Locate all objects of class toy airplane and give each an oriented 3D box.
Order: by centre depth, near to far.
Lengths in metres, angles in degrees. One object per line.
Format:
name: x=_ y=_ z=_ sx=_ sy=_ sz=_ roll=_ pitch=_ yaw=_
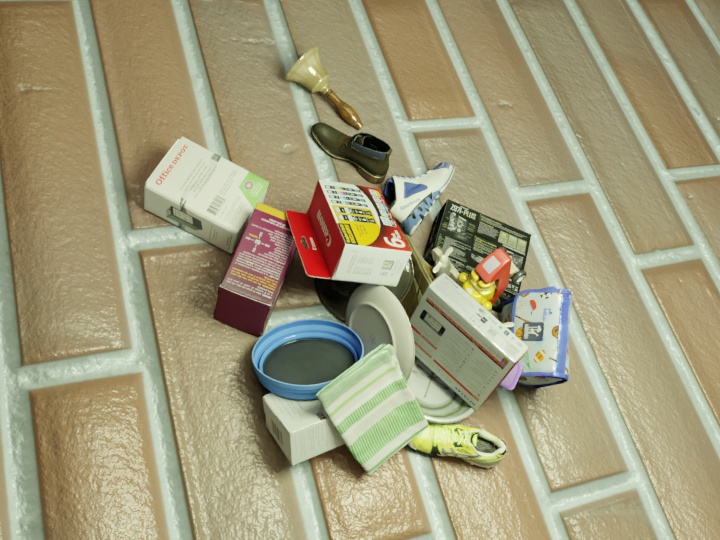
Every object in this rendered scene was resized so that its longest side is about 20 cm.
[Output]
toy airplane: x=0.209 y=0.055 z=1.456 sx=0.140 sy=0.199 sz=0.201 roll=-16 pitch=103 yaw=-36

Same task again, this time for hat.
hat: x=0.000 y=0.000 z=1.480 sx=0.199 sy=0.081 sz=0.202 roll=-2 pitch=79 yaw=10

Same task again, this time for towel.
towel: x=0.028 y=0.237 z=1.308 sx=0.152 sy=0.201 sz=0.023 roll=-36 pitch=31 yaw=-15

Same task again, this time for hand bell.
hand bell: x=-0.066 y=-0.398 z=1.746 sx=0.200 sy=0.104 sz=0.104 roll=46 pitch=58 yaw=-4

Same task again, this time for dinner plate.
dinner plate: x=0.026 y=0.123 z=1.394 sx=0.024 sy=0.200 sz=0.201 roll=-14 pitch=65 yaw=-36

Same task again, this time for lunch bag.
lunch bag: x=0.337 y=0.129 z=1.467 sx=0.123 sy=0.200 sz=0.171 roll=10 pitch=77 yaw=-10

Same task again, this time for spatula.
spatula: x=0.209 y=0.157 z=1.445 sx=0.199 sy=0.021 sz=0.057 roll=26 pitch=87 yaw=24

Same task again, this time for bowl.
bowl: x=-0.093 y=0.158 z=1.378 sx=0.199 sy=0.040 sz=0.201 roll=-1 pitch=31 yaw=1

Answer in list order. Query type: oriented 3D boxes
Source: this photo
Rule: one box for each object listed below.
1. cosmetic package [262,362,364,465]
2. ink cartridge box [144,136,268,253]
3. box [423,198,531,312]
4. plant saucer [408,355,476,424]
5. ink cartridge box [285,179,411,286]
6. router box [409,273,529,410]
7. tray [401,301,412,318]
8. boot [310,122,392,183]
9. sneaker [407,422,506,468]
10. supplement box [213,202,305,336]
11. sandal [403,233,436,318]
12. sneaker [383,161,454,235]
cosmetic package: x=-0.057 y=0.245 z=1.347 sx=0.199 sy=0.082 sz=0.113 roll=-20 pitch=38 yaw=-26
ink cartridge box: x=-0.303 y=-0.149 z=1.515 sx=0.199 sy=0.084 sz=0.146 roll=27 pitch=56 yaw=-1
box: x=0.240 y=-0.031 z=1.616 sx=0.199 sy=0.086 sz=0.165 roll=22 pitch=57 yaw=-5
plant saucer: x=0.135 y=0.207 z=1.463 sx=0.199 sy=0.050 sz=0.201 roll=9 pitch=51 yaw=-11
ink cartridge box: x=-0.027 y=-0.071 z=1.388 sx=0.174 sy=0.084 sz=0.201 roll=6 pitch=37 yaw=-25
router box: x=0.179 y=0.131 z=1.387 sx=0.200 sy=0.180 sz=0.049 roll=42 pitch=52 yaw=15
tray: x=0.039 y=0.019 z=1.556 sx=0.200 sy=0.037 sz=0.099 roll=44 pitch=59 yaw=11
boot: x=-0.015 y=-0.282 z=1.673 sx=0.199 sy=0.097 sz=0.075 roll=35 pitch=57 yaw=3
sneaker: x=0.174 y=0.305 z=1.411 sx=0.198 sy=0.077 sz=0.076 roll=13 pitch=60 yaw=-9
supplement box: x=-0.189 y=-0.002 z=1.441 sx=0.103 sy=0.131 sz=0.201 roll=21 pitch=56 yaw=-4
sandal: x=0.116 y=0.015 z=1.526 sx=0.054 sy=0.080 sz=0.201 roll=7 pitch=53 yaw=-38
sneaker: x=0.116 y=-0.180 z=1.666 sx=0.115 sy=0.081 sz=0.200 roll=35 pitch=59 yaw=1
